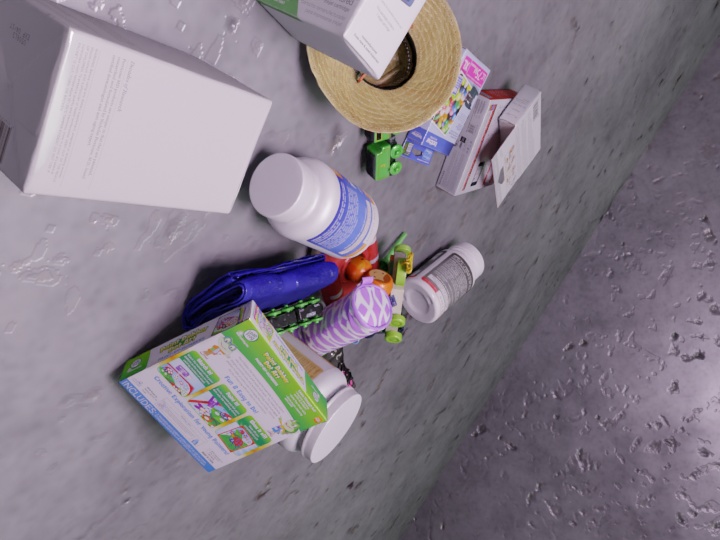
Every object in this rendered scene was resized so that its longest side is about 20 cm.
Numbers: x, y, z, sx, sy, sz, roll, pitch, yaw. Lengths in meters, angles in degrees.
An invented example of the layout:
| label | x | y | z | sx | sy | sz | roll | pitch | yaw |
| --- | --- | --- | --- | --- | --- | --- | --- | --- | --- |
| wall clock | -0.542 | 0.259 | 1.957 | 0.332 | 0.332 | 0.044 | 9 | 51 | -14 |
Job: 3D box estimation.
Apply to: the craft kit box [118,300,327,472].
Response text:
| label | x | y | z | sx | sy | sz | roll | pitch | yaw |
| --- | --- | --- | --- | --- | --- | --- | --- | --- | --- |
| craft kit box | -0.174 | 0.160 | 0.760 | 0.196 | 0.049 | 0.201 | -23 | 121 | 12 |

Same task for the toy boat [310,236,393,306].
| label | x | y | z | sx | sy | sz | roll | pitch | yaw |
| --- | --- | --- | --- | --- | --- | --- | --- | --- | --- |
| toy boat | 0.000 | 0.000 | 0.966 | 0.130 | 0.130 | 0.201 | -44 | 151 | -22 |

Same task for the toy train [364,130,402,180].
| label | x | y | z | sx | sy | sz | roll | pitch | yaw |
| --- | --- | --- | --- | --- | --- | --- | --- | --- | --- |
| toy train | 0.035 | -0.226 | 0.860 | 0.056 | 0.042 | 0.201 | -21 | 136 | -21 |

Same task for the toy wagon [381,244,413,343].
| label | x | y | z | sx | sy | sz | roll | pitch | yaw |
| --- | --- | --- | --- | --- | --- | --- | --- | --- | --- |
| toy wagon | 0.066 | 0.030 | 1.035 | 0.201 | 0.039 | 0.157 | 92 | 5 | -60 |

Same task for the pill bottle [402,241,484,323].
| label | x | y | z | sx | sy | sz | roll | pitch | yaw |
| --- | --- | --- | --- | --- | --- | --- | --- | --- | --- |
| pill bottle | 0.191 | 0.023 | 1.318 | 0.199 | 0.113 | 0.115 | -35 | 146 | -34 |

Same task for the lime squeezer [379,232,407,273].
| label | x | y | z | sx | sy | sz | roll | pitch | yaw |
| --- | --- | --- | --- | --- | --- | --- | --- | --- | --- |
| lime squeezer | 0.038 | 0.013 | 1.144 | 0.201 | 0.038 | 0.070 | -61 | 153 | 8 |

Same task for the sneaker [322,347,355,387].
| label | x | y | z | sx | sy | sz | roll | pitch | yaw |
| --- | --- | --- | --- | --- | --- | --- | --- | --- | --- |
| sneaker | -0.044 | 0.206 | 1.169 | 0.077 | 0.083 | 0.201 | -43 | 150 | -24 |

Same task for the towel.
| label | x | y | z | sx | sy | sz | roll | pitch | yaw |
| --- | --- | --- | --- | --- | --- | --- | --- | --- | --- |
| towel | -0.140 | 0.027 | 0.814 | 0.147 | 0.050 | 0.199 | -27 | 171 | 36 |

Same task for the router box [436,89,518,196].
| label | x | y | z | sx | sy | sz | roll | pitch | yaw |
| --- | --- | --- | --- | --- | --- | --- | --- | --- | --- |
| router box | 0.250 | -0.263 | 1.174 | 0.179 | 0.049 | 0.202 | -21 | 137 | -49 |

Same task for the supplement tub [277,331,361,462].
| label | x | y | z | sx | sy | sz | roll | pitch | yaw |
| --- | --- | --- | --- | --- | --- | --- | --- | --- | --- |
| supplement tub | -0.112 | 0.188 | 0.903 | 0.145 | 0.199 | 0.145 | -45 | 155 | -28 |

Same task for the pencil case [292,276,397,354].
| label | x | y | z | sx | sy | sz | roll | pitch | yaw |
| --- | --- | --- | --- | --- | --- | --- | --- | --- | --- |
| pencil case | -0.035 | 0.081 | 0.937 | 0.083 | 0.086 | 0.199 | -13 | 168 | -45 |

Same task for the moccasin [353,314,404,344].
| label | x | y | z | sx | sy | sz | roll | pitch | yaw |
| --- | --- | --- | --- | --- | --- | --- | --- | --- | --- |
| moccasin | 0.016 | 0.096 | 1.122 | 0.198 | 0.069 | 0.081 | -3 | 145 | -39 |

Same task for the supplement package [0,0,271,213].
| label | x | y | z | sx | sy | sz | roll | pitch | yaw |
| --- | --- | --- | --- | --- | --- | --- | --- | --- | --- |
| supplement package | -0.199 | -0.134 | 0.492 | 0.199 | 0.121 | 0.121 | -1 | 121 | -57 |

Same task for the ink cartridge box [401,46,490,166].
| label | x | y | z | sx | sy | sz | roll | pitch | yaw |
| --- | --- | --- | --- | --- | --- | --- | --- | --- | --- |
| ink cartridge box | 0.149 | -0.278 | 1.006 | 0.119 | 0.042 | 0.201 | 1 | 121 | -58 |

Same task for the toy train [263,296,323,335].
| label | x | y | z | sx | sy | sz | roll | pitch | yaw |
| --- | --- | --- | --- | --- | --- | --- | --- | --- | --- |
| toy train | -0.130 | 0.076 | 0.847 | 0.199 | 0.056 | 0.042 | -15 | 94 | -54 |

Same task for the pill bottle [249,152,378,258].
| label | x | y | z | sx | sy | sz | roll | pitch | yaw |
| --- | --- | --- | --- | --- | --- | --- | --- | --- | --- |
| pill bottle | -0.062 | -0.089 | 0.791 | 0.113 | 0.112 | 0.200 | -58 | 153 | 4 |

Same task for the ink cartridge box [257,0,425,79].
| label | x | y | z | sx | sy | sz | roll | pitch | yaw |
| --- | --- | --- | --- | --- | --- | --- | --- | --- | --- |
| ink cartridge box | 0.005 | -0.329 | 0.598 | 0.201 | 0.145 | 0.087 | -57 | 150 | 5 |

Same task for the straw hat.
| label | x | y | z | sx | sy | sz | roll | pitch | yaw |
| --- | --- | --- | --- | --- | --- | --- | --- | --- | --- |
| straw hat | 0.024 | -0.278 | 0.736 | 0.202 | 0.200 | 0.085 | -58 | -166 | 6 |

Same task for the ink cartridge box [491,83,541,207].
| label | x | y | z | sx | sy | sz | roll | pitch | yaw |
| --- | --- | --- | --- | --- | --- | --- | --- | --- | --- |
| ink cartridge box | 0.309 | -0.249 | 1.182 | 0.174 | 0.043 | 0.200 | -52 | 154 | -8 |
